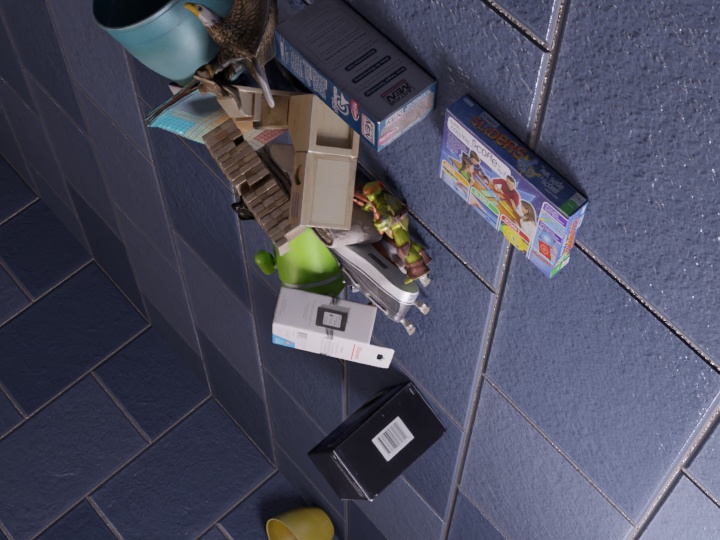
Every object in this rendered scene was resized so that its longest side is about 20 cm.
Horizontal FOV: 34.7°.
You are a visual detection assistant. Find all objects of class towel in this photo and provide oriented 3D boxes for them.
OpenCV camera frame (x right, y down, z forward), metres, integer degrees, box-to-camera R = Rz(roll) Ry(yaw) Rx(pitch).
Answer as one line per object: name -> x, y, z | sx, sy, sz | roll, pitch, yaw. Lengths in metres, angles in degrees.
towel -> -0.207, -0.229, 1.752 | 0.146, 0.198, 0.022 | -26, 61, 38
towel -> -0.057, -0.116, 1.717 | 0.201, 0.132, 0.035 | 52, 122, 20

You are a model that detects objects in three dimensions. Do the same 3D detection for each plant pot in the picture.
plant pot -> -0.254, -0.363, 1.675 | 0.199, 0.201, 0.188 | 32, 168, 44
plant pot -> -0.161, 0.778, 3.393 | 0.199, 0.141, 0.202 | 33, 139, 34

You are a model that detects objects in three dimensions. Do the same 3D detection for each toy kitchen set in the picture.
toy kitchen set -> -0.120, -0.161, 1.623 | 0.199, 0.161, 0.184 | 12, 98, 62

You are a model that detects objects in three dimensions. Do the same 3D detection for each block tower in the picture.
block tower -> -0.151, -0.121, 1.673 | 0.201, 0.057, 0.054 | 56, 175, 10

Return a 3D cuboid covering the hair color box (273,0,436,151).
hair color box -> -0.008, -0.249, 1.431 | 0.200, 0.100, 0.061 | 44, 158, 23

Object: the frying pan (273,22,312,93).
frying pan -> -0.112, -0.330, 1.640 | 0.191, 0.031, 0.115 | 54, 159, -11

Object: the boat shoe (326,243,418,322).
boat shoe -> 0.000, 0.000, 1.719 | 0.199, 0.071, 0.068 | 40, 117, 22

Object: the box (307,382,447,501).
box -> 0.026, 0.322, 2.159 | 0.124, 0.199, 0.198 | 52, 160, -1

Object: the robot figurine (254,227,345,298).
robot figurine -> -0.085, -0.033, 1.902 | 0.116, 0.173, 0.203 | -83, -16, -69

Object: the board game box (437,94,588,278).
board game box -> 0.175, -0.098, 1.366 | 0.200, 0.034, 0.136 | 45, 158, 21

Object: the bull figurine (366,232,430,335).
bull figurine -> 0.051, 0.024, 1.807 | 0.121, 0.065, 0.201 | 38, 157, 30

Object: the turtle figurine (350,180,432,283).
turtle figurine -> 0.046, -0.069, 1.665 | 0.162, 0.064, 0.200 | 58, 180, -12

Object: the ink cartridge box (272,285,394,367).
ink cartridge box -> -0.040, 0.093, 1.864 | 0.197, 0.068, 0.116 | 13, 160, -1

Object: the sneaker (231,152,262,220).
sneaker -> -0.147, -0.096, 1.980 | 0.200, 0.114, 0.076 | 51, 162, -1

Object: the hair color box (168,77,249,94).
hair color box -> -0.238, -0.276, 1.934 | 0.199, 0.060, 0.101 | 23, 145, 54

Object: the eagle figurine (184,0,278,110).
eagle figurine -> -0.154, -0.324, 1.493 | 0.151, 0.202, 0.150 | 26, 175, 46
